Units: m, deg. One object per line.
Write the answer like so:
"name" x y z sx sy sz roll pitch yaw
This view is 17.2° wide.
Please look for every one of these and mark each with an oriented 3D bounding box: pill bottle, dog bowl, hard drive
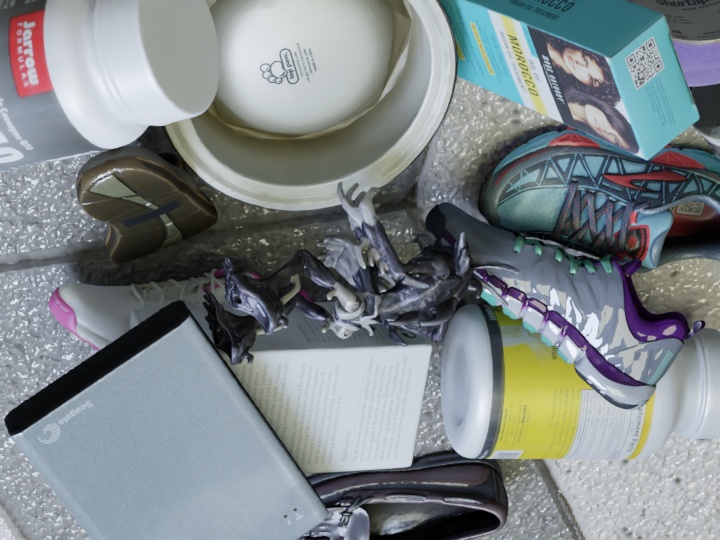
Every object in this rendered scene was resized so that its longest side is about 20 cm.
"pill bottle" 0.164 0.081 1.734 0.198 0.112 0.113 1 123 -12
"pill bottle" -0.197 -0.125 1.483 0.199 0.114 0.114 -10 129 26
"dog bowl" -0.040 -0.143 1.569 0.198 0.074 0.201 -5 125 -8
"hard drive" -0.126 0.129 1.577 0.139 0.033 0.200 -33 124 -1

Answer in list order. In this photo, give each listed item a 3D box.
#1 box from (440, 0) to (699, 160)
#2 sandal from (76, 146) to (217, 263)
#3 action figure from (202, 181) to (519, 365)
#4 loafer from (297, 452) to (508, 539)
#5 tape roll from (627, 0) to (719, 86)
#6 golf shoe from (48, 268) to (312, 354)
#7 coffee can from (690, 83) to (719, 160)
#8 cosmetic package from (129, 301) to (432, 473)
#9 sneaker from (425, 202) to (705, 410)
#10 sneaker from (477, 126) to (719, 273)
"box" 0.125 -0.142 1.526 0.049 0.200 0.083 -38 126 -18
"sandal" -0.147 -0.053 1.575 0.081 0.055 0.200 -20 164 5
"action figure" 0.000 0.000 1.580 0.199 0.103 0.119 -10 151 -20
"loafer" 0.015 0.189 1.804 0.199 0.063 0.072 -14 124 -2
"tape roll" 0.220 -0.228 1.559 0.198 0.085 0.201 -6 125 -8
"golf shoe" -0.121 0.029 1.674 0.199 0.075 0.092 17 110 -30
"coffee can" 0.335 -0.078 1.643 0.146 0.147 0.200 -34 123 12
"cosmetic package" -0.059 0.082 1.641 0.199 0.071 0.102 -1 117 -22
"sneaker" 0.140 0.003 1.645 0.200 0.074 0.088 40 103 -2
"sneaker" 0.183 -0.044 1.665 0.198 0.096 0.080 0 123 -11
